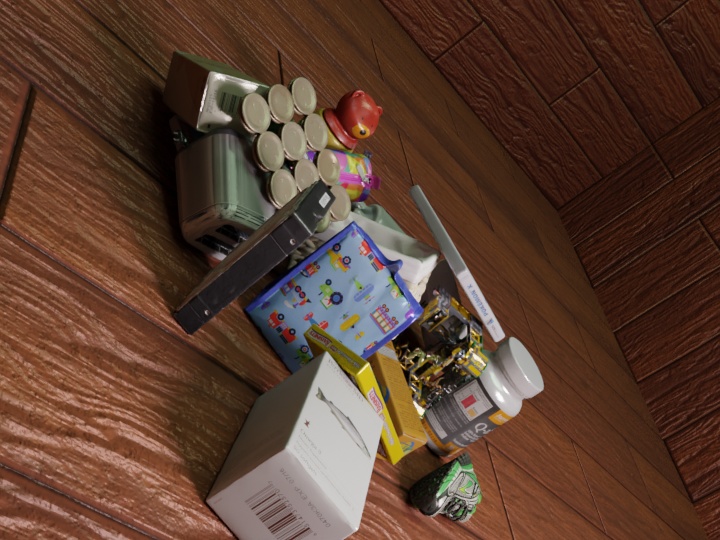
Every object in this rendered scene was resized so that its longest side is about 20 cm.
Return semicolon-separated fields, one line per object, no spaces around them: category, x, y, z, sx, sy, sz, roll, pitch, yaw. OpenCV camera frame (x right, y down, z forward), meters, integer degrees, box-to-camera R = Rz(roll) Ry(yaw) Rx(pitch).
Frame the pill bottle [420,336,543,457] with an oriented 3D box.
pill bottle;0.183;0.199;1.380;0.116;0.199;0.117;43;24;-25

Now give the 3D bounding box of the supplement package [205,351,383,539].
supplement package;-0.063;0.202;0.941;0.117;0.116;0.201;50;21;-12

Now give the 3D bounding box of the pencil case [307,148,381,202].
pencil case;-0.066;-0.158;1.388;0.197;0.089;0.090;2;52;-39

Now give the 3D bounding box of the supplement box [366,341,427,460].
supplement box;0.027;0.169;1.264;0.068;0.066;0.203;28;34;-50

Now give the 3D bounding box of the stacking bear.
stacking bear;-0.052;-0.224;1.481;0.121;0.198;0.115;36;27;-39

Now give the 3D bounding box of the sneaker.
sneaker;0.136;0.323;1.262;0.086;0.077;0.199;61;20;14

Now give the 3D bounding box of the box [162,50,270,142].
box;-0.202;-0.241;1.201;0.093;0.080;0.200;9;16;-30

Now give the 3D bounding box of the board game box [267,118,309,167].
board game box;-0.139;-0.198;1.247;0.199;0.023;0.107;13;-53;61

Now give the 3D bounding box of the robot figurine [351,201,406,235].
robot figurine;0.031;-0.032;1.502;0.200;0.112;0.171;47;24;-25

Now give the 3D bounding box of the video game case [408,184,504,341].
video game case;0.147;-0.011;1.336;0.183;0.022;0.202;54;8;-46

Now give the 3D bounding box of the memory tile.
memory tile;-0.083;-0.145;1.147;0.153;0.017;0.204;-34;110;-49

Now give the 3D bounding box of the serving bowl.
serving bowl;0.135;0.087;1.485;0.200;0.064;0.205;168;-89;-88

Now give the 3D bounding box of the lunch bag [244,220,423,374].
lunch bag;-0.026;0.043;1.142;0.152;0.198;0.094;52;21;-7

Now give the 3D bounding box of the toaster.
toaster;-0.165;-0.092;1.138;0.199;0.112;0.132;30;46;-51

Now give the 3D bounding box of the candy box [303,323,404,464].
candy box;-0.007;0.157;1.088;0.102;0.026;0.202;34;-25;39

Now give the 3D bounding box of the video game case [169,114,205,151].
video game case;-0.194;-0.134;1.289;0.199;0.017;0.145;27;36;-52

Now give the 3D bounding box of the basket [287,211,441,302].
basket;0.000;0.000;1.265;0.196;0.126;0.135;22;16;13

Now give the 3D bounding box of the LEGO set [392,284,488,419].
LEGO set;0.097;0.121;1.330;0.115;0.199;0.155;39;38;-16

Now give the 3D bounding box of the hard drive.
hard drive;-0.122;-0.019;1.021;0.038;0.199;0.140;47;22;-9
